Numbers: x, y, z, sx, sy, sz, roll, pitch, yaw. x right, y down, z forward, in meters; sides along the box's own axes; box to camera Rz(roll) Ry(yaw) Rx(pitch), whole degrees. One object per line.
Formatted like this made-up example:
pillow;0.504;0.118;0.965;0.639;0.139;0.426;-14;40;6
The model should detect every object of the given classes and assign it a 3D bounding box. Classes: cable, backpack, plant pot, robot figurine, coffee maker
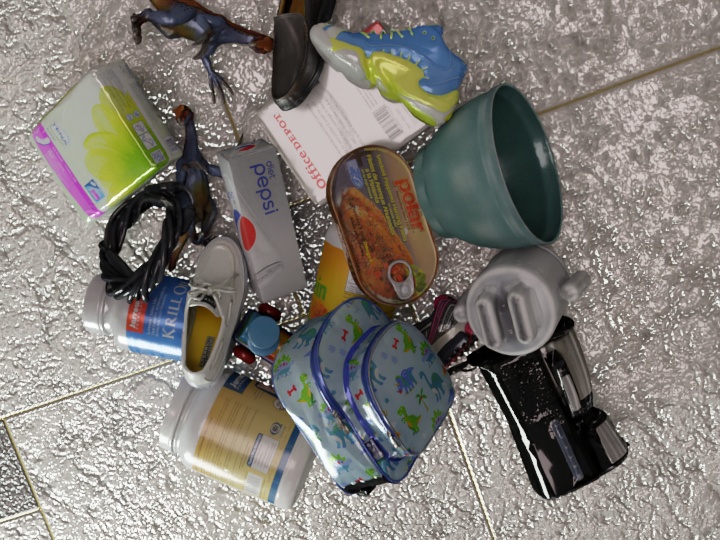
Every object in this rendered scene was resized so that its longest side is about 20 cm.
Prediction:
cable;-0.285;-0.034;1.402;0.199;0.051;0.165;-2;71;50
backpack;0.008;0.137;1.283;0.146;0.183;0.201;-29;103;40
plant pot;0.148;-0.113;1.320;0.133;0.200;0.202;-16;98;29
robot figurine;0.198;0.031;1.320;0.168;0.200;0.114;-8;104;22
coffee maker;0.226;0.184;1.392;0.191;0.135;0.202;-21;97;23

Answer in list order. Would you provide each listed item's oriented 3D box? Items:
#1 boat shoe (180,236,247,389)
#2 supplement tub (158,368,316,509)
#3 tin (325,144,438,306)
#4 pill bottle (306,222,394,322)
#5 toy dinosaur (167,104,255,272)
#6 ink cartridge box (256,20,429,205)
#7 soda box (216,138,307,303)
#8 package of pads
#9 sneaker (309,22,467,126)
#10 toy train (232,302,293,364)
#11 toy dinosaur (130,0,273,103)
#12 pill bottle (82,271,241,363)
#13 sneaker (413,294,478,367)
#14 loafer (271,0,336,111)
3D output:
boat shoe;-0.193;0.043;1.358;0.074;0.086;0.204;10;71;5
supplement tub;-0.158;0.222;1.456;0.198;0.145;0.146;22;104;5
tin;0.027;-0.055;1.321;0.111;0.042;0.202;-19;97;-11
pill bottle;0.000;0.000;1.401;0.110;0.111;0.202;14;103;7
toy dinosaur;-0.236;-0.121;1.438;0.199;0.105;0.183;-27;77;25
ink cartridge box;-0.011;-0.201;1.378;0.199;0.083;0.147;-34;93;14
soda box;-0.129;-0.065;1.404;0.068;0.063;0.202;-18;113;-17
package of pads;-0.341;-0.171;1.417;0.199;0.068;0.155;-28;96;42
sneaker;0.041;-0.262;1.290;0.199;0.076;0.106;33;84;2
toy train;-0.074;0.122;1.427;0.199;0.116;0.085;33;82;-6
toy dinosaur;-0.204;-0.324;1.385;0.179;0.105;0.202;-7;88;-8
pill bottle;-0.272;0.062;1.463;0.198;0.112;0.113;9;103;8
sneaker;0.074;0.121;1.435;0.200;0.081;0.075;-45;74;9
loafer;-0.085;-0.294;1.330;0.072;0.072;0.202;-11;60;34
